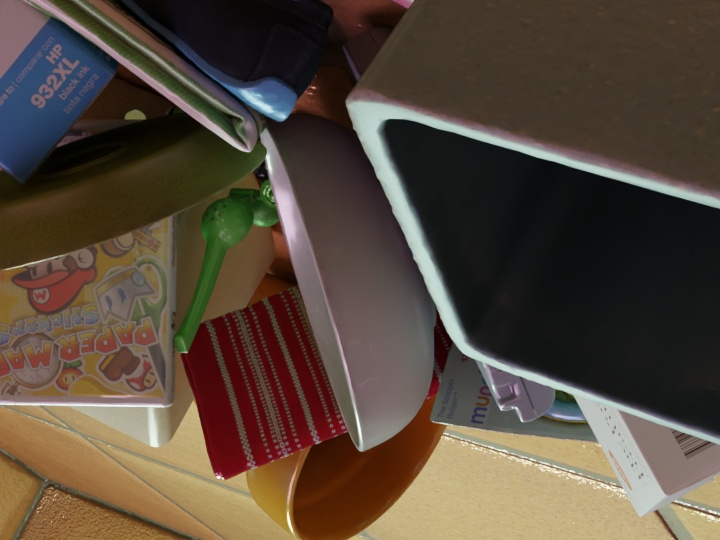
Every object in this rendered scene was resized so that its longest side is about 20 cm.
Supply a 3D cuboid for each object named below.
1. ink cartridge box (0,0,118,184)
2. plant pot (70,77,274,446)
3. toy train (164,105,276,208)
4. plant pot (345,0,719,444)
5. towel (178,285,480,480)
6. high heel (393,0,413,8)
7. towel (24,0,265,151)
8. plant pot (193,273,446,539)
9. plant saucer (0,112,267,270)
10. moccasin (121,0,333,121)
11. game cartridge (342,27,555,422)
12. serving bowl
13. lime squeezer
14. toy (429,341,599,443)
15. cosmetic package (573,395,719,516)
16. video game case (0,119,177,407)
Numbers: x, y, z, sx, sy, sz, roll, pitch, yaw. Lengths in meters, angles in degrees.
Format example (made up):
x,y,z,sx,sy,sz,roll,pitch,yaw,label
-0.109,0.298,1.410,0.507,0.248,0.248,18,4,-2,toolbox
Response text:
x,y,z,sx,sy,sz,roll,pitch,yaw,label
-0.236,-0.153,0.813,0.200,0.084,0.145,40,-172,-15,ink cartridge box
-0.184,-0.029,1.052,0.199,0.200,0.177,24,148,7,plant pot
-0.036,-0.064,0.950,0.199,0.042,0.057,29,124,0,toy train
0.141,-0.065,0.486,0.196,0.201,0.196,18,160,23,plant pot
-0.019,0.050,0.956,0.145,0.199,0.023,-111,-2,-49,towel
0.036,-0.124,0.666,0.199,0.068,0.096,21,150,6,high heel
-0.118,-0.126,0.804,0.152,0.023,0.200,34,-173,-13,towel
-0.050,0.097,1.218,0.183,0.200,0.200,34,167,31,plant pot
-0.152,-0.050,0.818,0.200,0.200,0.031,3,117,50,plant saucer
-0.074,-0.144,0.755,0.200,0.068,0.080,41,-172,38,moccasin
0.047,-0.029,0.787,0.133,0.041,0.201,-120,5,-62,game cartridge
0.000,0.000,0.843,0.066,0.201,0.200,-16,161,-6,serving bowl
-0.068,-0.025,0.978,0.038,0.200,0.071,-17,106,38,lime squeezer
0.148,0.045,0.861,0.199,0.115,0.047,7,139,17,toy
0.120,0.022,0.742,0.201,0.052,0.151,63,-178,15,cosmetic package
-0.217,-0.005,0.934,0.199,0.183,0.023,0,178,5,video game case
